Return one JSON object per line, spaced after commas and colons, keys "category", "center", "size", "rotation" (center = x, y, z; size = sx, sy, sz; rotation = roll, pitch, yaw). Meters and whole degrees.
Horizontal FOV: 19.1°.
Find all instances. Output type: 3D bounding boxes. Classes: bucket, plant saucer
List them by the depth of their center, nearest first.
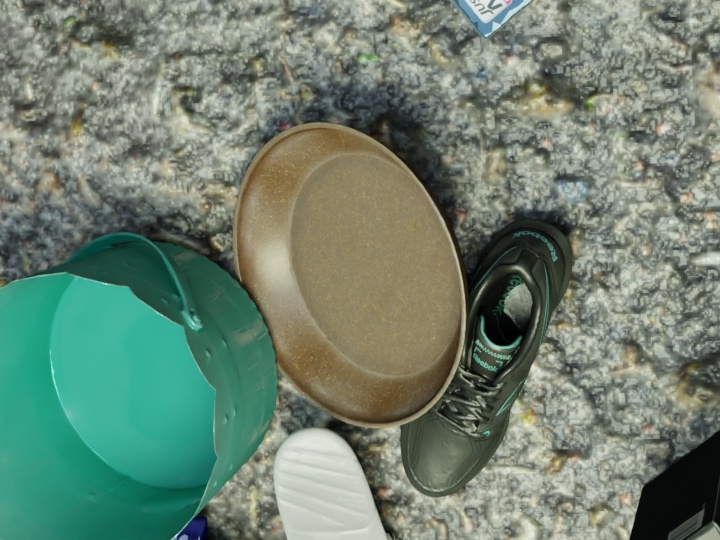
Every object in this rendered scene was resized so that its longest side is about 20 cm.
{"category": "plant saucer", "center": [0.000, 0.000, 1.366], "size": [0.200, 0.037, 0.202], "rotation": [19, 119, 39]}
{"category": "bucket", "center": [-0.159, 0.079, 1.389], "size": [0.206, 0.135, 0.209], "rotation": [5, 105, 19]}

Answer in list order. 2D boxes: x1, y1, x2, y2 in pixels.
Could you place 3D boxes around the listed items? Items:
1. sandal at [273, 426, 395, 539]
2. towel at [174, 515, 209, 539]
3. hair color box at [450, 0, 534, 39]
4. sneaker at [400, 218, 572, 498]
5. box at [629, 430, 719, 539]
{"category": "sandal", "center": [-0.010, 0.186, 1.430], "size": [0.079, 0.059, 0.208], "rotation": [-10, 114, 2]}
{"category": "towel", "center": [-0.198, 0.231, 1.492], "size": [0.198, 0.050, 0.149], "rotation": [4, 100, 10]}
{"category": "hair color box", "center": [0.137, -0.229, 1.286], "size": [0.200, 0.100, 0.061], "rotation": [-39, 94, 18]}
{"category": "sneaker", "center": [0.072, 0.061, 1.377], "size": [0.075, 0.079, 0.201], "rotation": [23, 108, 5]}
{"category": "box", "center": [0.234, 0.197, 1.307], "size": [0.079, 0.200, 0.141], "rotation": [-39, 91, 17]}
